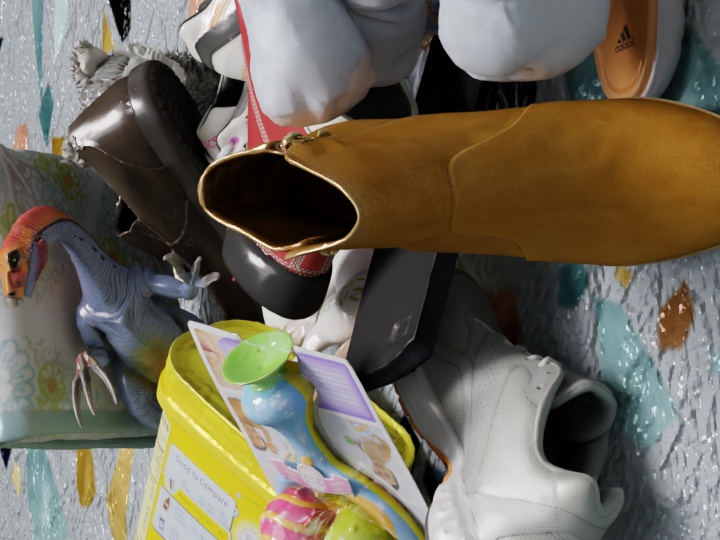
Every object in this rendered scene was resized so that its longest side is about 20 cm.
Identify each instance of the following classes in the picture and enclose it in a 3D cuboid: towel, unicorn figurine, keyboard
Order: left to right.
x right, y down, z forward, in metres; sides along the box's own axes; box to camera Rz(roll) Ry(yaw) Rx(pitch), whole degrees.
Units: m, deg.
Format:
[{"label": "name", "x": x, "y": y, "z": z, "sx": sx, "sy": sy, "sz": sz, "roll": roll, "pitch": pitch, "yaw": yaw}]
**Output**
[{"label": "towel", "x": -0.168, "y": 0.019, "z": 1.347, "sx": 0.048, "sy": 0.200, "sz": 0.172, "roll": -15, "pitch": 80, "yaw": 24}, {"label": "unicorn figurine", "x": 0.000, "y": 0.000, "z": 1.153, "sx": 0.138, "sy": 0.073, "sz": 0.201, "roll": -59, "pitch": 28, "yaw": 32}, {"label": "keyboard", "x": 0.049, "y": -0.037, "z": 1.057, "sx": 0.104, "sy": 0.039, "sz": 0.201, "roll": -28, "pitch": 43, "yaw": 58}]

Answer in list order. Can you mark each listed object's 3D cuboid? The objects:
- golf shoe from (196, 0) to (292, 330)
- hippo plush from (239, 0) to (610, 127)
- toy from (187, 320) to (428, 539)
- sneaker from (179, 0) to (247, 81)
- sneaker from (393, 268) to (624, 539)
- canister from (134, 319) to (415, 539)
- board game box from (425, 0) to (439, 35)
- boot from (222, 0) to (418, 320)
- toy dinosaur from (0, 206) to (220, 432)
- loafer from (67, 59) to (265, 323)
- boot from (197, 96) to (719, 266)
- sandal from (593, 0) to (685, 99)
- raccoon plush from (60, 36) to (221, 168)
[{"label": "golf shoe", "x": -0.052, "y": -0.057, "z": 1.249, "sx": 0.072, "sy": 0.092, "sz": 0.202, "roll": -12, "pitch": 80, "yaw": 61}, {"label": "hippo plush", "x": 0.031, "y": -0.158, "z": 0.938, "sx": 0.160, "sy": 0.160, "sz": 0.201, "roll": 3, "pitch": 132, "yaw": 31}, {"label": "toy", "x": -0.016, "y": 0.119, "z": 1.061, "sx": 0.115, "sy": 0.047, "sz": 0.201, "roll": 11, "pitch": 133, "yaw": 46}, {"label": "sneaker", "x": -0.041, "y": -0.193, "z": 1.196, "sx": 0.074, "sy": 0.079, "sz": 0.201, "roll": 74, "pitch": -149, "yaw": -78}, {"label": "sneaker", "x": 0.073, "y": 0.062, "z": 1.022, "sx": 0.092, "sy": 0.076, "sz": 0.201, "roll": -40, "pitch": 38, "yaw": 23}, {"label": "canister", "x": -0.059, "y": 0.150, "z": 1.228, "sx": 0.148, "sy": 0.086, "sz": 0.201, "roll": 37, "pitch": 127, "yaw": 32}, {"label": "board game box", "x": 0.037, "y": -0.194, "z": 1.118, "sx": 0.158, "sy": 0.039, "sz": 0.201, "roll": -115, "pitch": 34, "yaw": -68}, {"label": "boot", "x": -0.043, "y": -0.077, "z": 1.112, "sx": 0.201, "sy": 0.072, "sz": 0.145, "roll": -109, "pitch": 35, "yaw": -44}, {"label": "toy dinosaur", "x": -0.140, "y": 0.039, "z": 1.295, "sx": 0.182, "sy": 0.105, "sz": 0.200, "roll": 51, "pitch": 165, "yaw": -11}, {"label": "loafer", "x": -0.105, "y": -0.039, "z": 1.287, "sx": 0.200, "sy": 0.071, "sz": 0.073, "roll": 61, "pitch": -163, "yaw": -44}, {"label": "boot", "x": 0.046, "y": -0.028, "z": 0.906, "sx": 0.200, "sy": 0.144, "sz": 0.071, "roll": 4, "pitch": 101, "yaw": 37}, {"label": "sandal", "x": 0.099, "y": -0.173, "z": 0.968, "sx": 0.079, "sy": 0.059, "sz": 0.208, "roll": 159, "pitch": 110, "yaw": -63}, {"label": "raccoon plush", "x": -0.136, "y": -0.082, "z": 1.375, "sx": 0.200, "sy": 0.133, "sz": 0.097, "roll": 148, "pitch": 118, "yaw": -61}]
